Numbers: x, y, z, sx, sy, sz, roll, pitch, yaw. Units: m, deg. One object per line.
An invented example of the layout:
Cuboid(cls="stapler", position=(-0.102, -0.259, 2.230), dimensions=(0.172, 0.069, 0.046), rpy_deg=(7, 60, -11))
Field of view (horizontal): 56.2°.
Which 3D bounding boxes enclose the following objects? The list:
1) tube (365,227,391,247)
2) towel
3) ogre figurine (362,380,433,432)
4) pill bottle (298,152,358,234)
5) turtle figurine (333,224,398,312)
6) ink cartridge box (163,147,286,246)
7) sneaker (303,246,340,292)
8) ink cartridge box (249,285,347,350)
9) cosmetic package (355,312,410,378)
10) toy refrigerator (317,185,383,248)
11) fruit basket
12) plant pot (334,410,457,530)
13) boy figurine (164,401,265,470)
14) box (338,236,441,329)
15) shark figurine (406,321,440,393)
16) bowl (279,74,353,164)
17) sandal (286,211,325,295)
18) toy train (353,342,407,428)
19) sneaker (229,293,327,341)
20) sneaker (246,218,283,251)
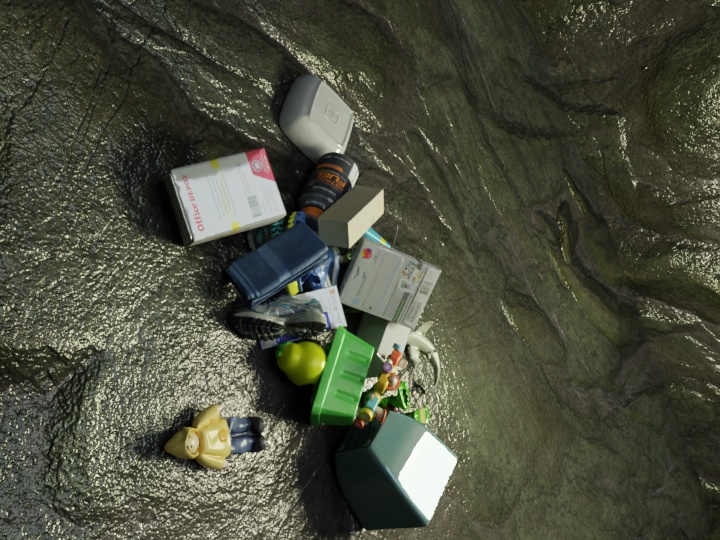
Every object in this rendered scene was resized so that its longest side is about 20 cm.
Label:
Cuboid(cls="tube", position=(0.009, -0.095, 1.713), dimensions=(0.200, 0.077, 0.051), rpy_deg=(34, 87, -35))
Cuboid(cls="towel", position=(-0.171, -0.015, 1.397), dimensions=(0.200, 0.049, 0.112), rpy_deg=(-33, 61, -16))
Cuboid(cls="ogre figurine", position=(0.079, 0.331, 1.605), dimensions=(0.200, 0.120, 0.098), rpy_deg=(44, 44, -33))
Cuboid(cls="pill bottle", position=(-0.082, -0.179, 1.601), dimensions=(0.106, 0.106, 0.200), rpy_deg=(46, 47, -30))
Cuboid(cls="turtle figurine", position=(0.000, 0.000, 1.608), dimensions=(0.143, 0.200, 0.195), rpy_deg=(-2, 83, -18))
Cuboid(cls="ink cartridge box", position=(-0.269, -0.144, 1.335), dimensions=(0.199, 0.083, 0.146), rpy_deg=(-19, 91, -27))
Cuboid(cls="sneaker", position=(-0.098, 0.039, 1.537), dimensions=(0.082, 0.074, 0.201), rpy_deg=(11, 73, -32))
Cuboid(cls="ink cartridge box", position=(-0.135, 0.101, 1.461), dimensions=(0.199, 0.037, 0.095), rpy_deg=(-14, 88, -22))
Cuboid(cls="cosmetic package", position=(0.054, 0.156, 1.646), dimensions=(0.085, 0.107, 0.200), rpy_deg=(47, 45, -27))
Cuboid(cls="toy refrigerator", position=(-0.018, -0.122, 1.533), dimensions=(0.200, 0.076, 0.070), rpy_deg=(-50, 144, -53))
Cuboid(cls="fruit basket", position=(-0.087, 0.219, 1.448), dimensions=(0.215, 0.156, 0.217), rpy_deg=(2, 66, -4))
Cuboid(cls="plant pot", position=(0.058, 0.428, 1.500), dimensions=(0.200, 0.196, 0.196), rpy_deg=(52, 44, -15))
Cuboid(cls="boy figurine", position=(-0.269, 0.306, 1.251), dimensions=(0.200, 0.064, 0.125), rpy_deg=(12, 71, -50))
Cuboid(cls="box", position=(0.064, 0.031, 1.555), dimensions=(0.199, 0.041, 0.156), rpy_deg=(20, 101, -17))
Cuboid(cls="shark figurine", position=(0.162, 0.216, 1.780), dimensions=(0.128, 0.089, 0.215), rpy_deg=(-39, 101, -13))
Cuboid(cls="bowl", position=(-0.094, -0.375, 1.680), dimensions=(0.200, 0.074, 0.200), rpy_deg=(41, 50, -35))
Cuboid(cls="sandal", position=(-0.122, -0.039, 1.481), dimensions=(0.080, 0.087, 0.201), rpy_deg=(94, -7, -66))
Cuboid(cls="toy train", position=(0.053, 0.259, 1.474), dimensions=(0.201, 0.055, 0.150), rpy_deg=(-63, 174, -4))
Cuboid(cls="sneaker", position=(-0.172, 0.093, 1.400), dimensions=(0.199, 0.078, 0.087), rpy_deg=(3, 48, -16))
Cuboid(cls="sneaker", position=(-0.198, -0.102, 1.449), dimensions=(0.077, 0.091, 0.201), rpy_deg=(-26, 98, -51))
